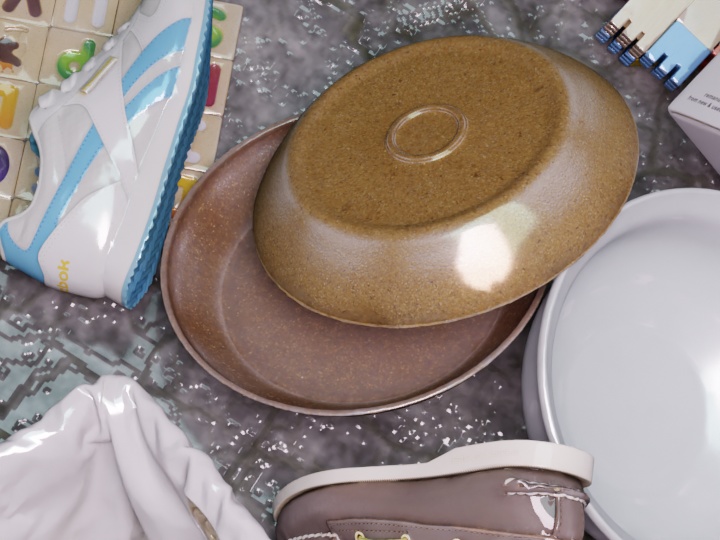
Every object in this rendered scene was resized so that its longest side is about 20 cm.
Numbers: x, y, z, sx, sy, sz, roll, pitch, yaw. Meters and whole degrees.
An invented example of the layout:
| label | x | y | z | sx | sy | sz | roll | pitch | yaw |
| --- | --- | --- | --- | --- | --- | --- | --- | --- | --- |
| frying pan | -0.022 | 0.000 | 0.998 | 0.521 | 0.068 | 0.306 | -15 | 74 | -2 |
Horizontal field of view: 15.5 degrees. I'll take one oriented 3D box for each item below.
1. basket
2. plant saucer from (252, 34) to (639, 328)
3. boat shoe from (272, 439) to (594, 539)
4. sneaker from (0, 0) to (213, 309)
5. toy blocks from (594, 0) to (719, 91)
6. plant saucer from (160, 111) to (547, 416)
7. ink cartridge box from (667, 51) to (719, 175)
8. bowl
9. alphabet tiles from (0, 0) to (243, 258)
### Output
| label | x | y | z | sx | sy | sz | roll | pitch | yaw |
| --- | --- | --- | --- | --- | --- | --- | --- | --- | --- |
| basket | -0.123 | 0.195 | 1.200 | 0.200 | 0.161 | 0.198 | -34 | 60 | -16 |
| plant saucer | 0.037 | -0.056 | 1.312 | 0.200 | 0.035 | 0.200 | -12 | 44 | 11 |
| boat shoe | 0.029 | 0.125 | 1.257 | 0.072 | 0.200 | 0.060 | 19 | 66 | -41 |
| sneaker | -0.124 | -0.083 | 1.359 | 0.081 | 0.077 | 0.200 | 15 | 67 | 4 |
| toy blocks | 0.187 | -0.154 | 1.424 | 0.200 | 0.100 | 0.137 | 44 | 84 | -1 |
| plant saucer | 0.000 | 0.000 | 1.343 | 0.200 | 0.037 | 0.200 | -5 | 51 | 7 |
| ink cartridge box | 0.282 | -0.099 | 1.359 | 0.200 | 0.084 | 0.146 | -46 | 118 | -6 |
| bowl | 0.155 | 0.066 | 1.322 | 0.201 | 0.090 | 0.201 | 7 | 75 | -26 |
| alphabet tiles | -0.155 | -0.095 | 1.402 | 0.166 | 0.006 | 0.200 | 11 | 70 | -3 |
